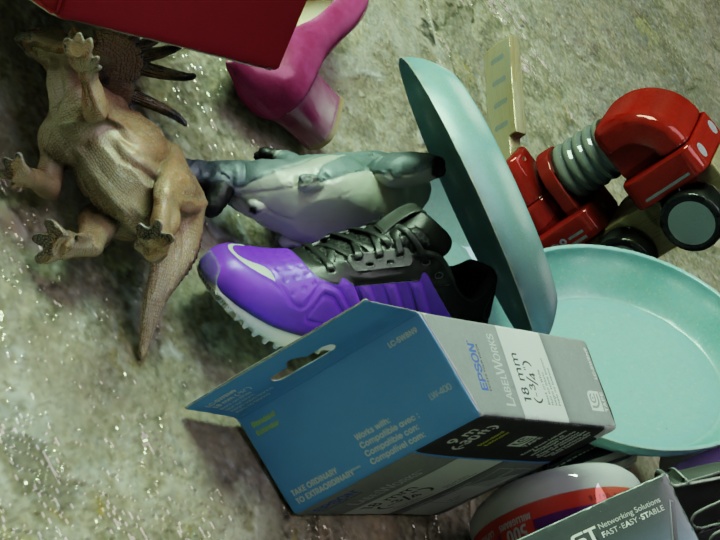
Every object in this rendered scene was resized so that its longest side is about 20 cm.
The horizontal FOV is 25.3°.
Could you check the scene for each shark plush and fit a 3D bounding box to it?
[{"bbox_3d":[-0.043,-0.047,0.999,0.199,0.091,0.083,-6,38,-22],"label":"shark plush"}]

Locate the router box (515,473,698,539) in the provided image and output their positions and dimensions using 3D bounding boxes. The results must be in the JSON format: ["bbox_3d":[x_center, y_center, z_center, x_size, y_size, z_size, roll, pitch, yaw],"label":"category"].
[{"bbox_3d":[0.105,0.217,0.851,0.062,0.200,0.150,105,-39,-71],"label":"router box"}]

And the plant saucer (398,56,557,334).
[{"bbox_3d":[0.076,-0.045,0.994,0.200,0.027,0.201,156,-90,-90],"label":"plant saucer"}]

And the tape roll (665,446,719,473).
[{"bbox_3d":[0.270,0.204,1.051,0.200,0.200,0.066,40,29,-24],"label":"tape roll"}]

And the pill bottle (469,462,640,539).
[{"bbox_3d":[0.140,0.224,0.954,0.112,0.112,0.200,18,48,-45],"label":"pill bottle"}]

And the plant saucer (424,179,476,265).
[{"bbox_3d":[0.070,0.015,1.116,0.201,0.039,0.201,34,38,-32],"label":"plant saucer"}]

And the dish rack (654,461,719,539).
[{"bbox_3d":[0.234,0.206,0.885,0.200,0.054,0.154,-124,-163,-64],"label":"dish rack"}]

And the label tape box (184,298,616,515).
[{"bbox_3d":[0.025,0.084,0.896,0.200,0.144,0.063,11,56,-48],"label":"label tape box"}]

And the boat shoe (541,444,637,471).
[{"bbox_3d":[0.159,0.114,1.117,0.062,0.075,0.200,56,25,3],"label":"boat shoe"}]

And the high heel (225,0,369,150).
[{"bbox_3d":[-0.049,-0.183,1.108,0.096,0.067,0.200,41,47,-41],"label":"high heel"}]

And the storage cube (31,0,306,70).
[{"bbox_3d":[-0.123,-0.237,0.895,0.171,0.180,0.200,34,18,35],"label":"storage cube"}]

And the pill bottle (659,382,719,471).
[{"bbox_3d":[0.280,0.163,1.147,0.200,0.112,0.112,65,27,-23],"label":"pill bottle"}]

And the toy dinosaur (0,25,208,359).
[{"bbox_3d":[-0.126,-0.060,0.885,0.200,0.086,0.136,64,21,-2],"label":"toy dinosaur"}]

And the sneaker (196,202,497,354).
[{"bbox_3d":[0.000,0.000,0.949,0.200,0.100,0.070,18,21,-35],"label":"sneaker"}]

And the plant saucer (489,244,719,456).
[{"bbox_3d":[0.174,0.059,1.074,0.199,0.036,0.200,8,39,-7],"label":"plant saucer"}]

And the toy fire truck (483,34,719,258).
[{"bbox_3d":[0.170,-0.092,1.216,0.200,0.176,0.129,51,33,-7],"label":"toy fire truck"}]
